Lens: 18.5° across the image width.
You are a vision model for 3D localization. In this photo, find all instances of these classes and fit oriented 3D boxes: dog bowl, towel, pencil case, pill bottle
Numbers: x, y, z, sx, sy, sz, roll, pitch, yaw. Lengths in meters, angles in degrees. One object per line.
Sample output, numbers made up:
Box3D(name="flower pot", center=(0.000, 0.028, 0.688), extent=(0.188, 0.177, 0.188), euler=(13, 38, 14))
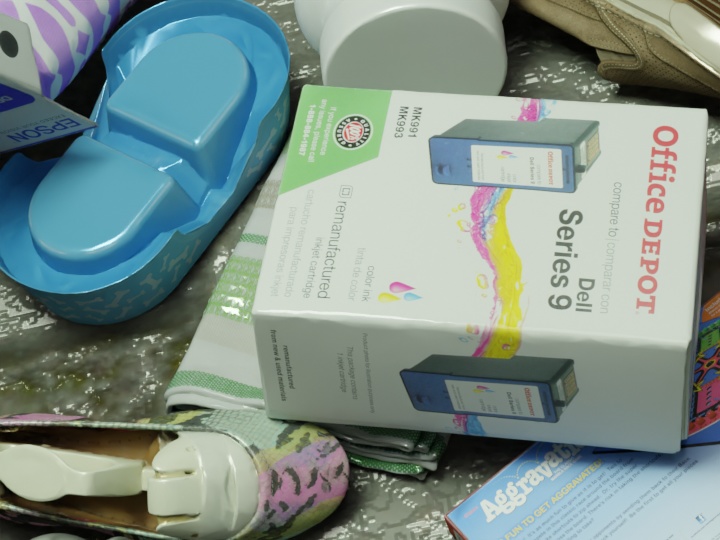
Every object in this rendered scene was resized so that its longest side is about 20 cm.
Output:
Box3D(name="dog bowl", center=(-0.111, -0.056, 1.168), extent=(0.111, 0.050, 0.201), euler=(24, 66, 27))
Box3D(name="towel", center=(0.000, 0.000, 1.114), extent=(0.148, 0.031, 0.201), euler=(11, 60, 20))
Box3D(name="pencil case", center=(-0.164, -0.159, 1.208), extent=(0.084, 0.085, 0.200), euler=(41, 52, -8))
Box3D(name="pill bottle", center=(0.018, -0.172, 1.166), extent=(0.115, 0.116, 0.201), euler=(-12, 50, 5))

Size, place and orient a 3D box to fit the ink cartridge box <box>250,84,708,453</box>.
Box3D(name="ink cartridge box", center=(0.060, -0.003, 1.032), extent=(0.198, 0.088, 0.146), euler=(6, 52, 8))

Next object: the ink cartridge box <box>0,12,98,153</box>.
Box3D(name="ink cartridge box", center=(-0.266, -0.096, 1.107), extent=(0.197, 0.199, 0.044), euler=(-12, 69, 33))

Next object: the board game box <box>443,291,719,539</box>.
Box3D(name="board game box", center=(0.146, 0.088, 1.023), extent=(0.199, 0.020, 0.103), euler=(-37, 57, -12))

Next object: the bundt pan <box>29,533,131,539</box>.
Box3D(name="bundt pan", center=(-0.137, 0.203, 0.983), extent=(0.200, 0.076, 0.203), euler=(-6, 55, 9))

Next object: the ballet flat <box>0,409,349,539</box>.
Box3D(name="ballet flat", center=(-0.107, 0.099, 1.044), extent=(0.198, 0.071, 0.070), euler=(2, 90, 16))

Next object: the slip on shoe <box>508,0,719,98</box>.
Box3D(name="slip on shoe", center=(0.148, -0.121, 1.145), extent=(0.199, 0.076, 0.061), euler=(37, 111, 23))
